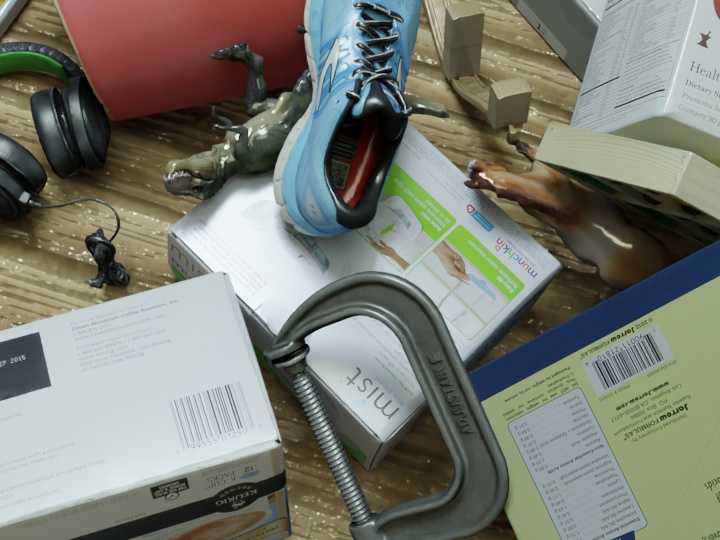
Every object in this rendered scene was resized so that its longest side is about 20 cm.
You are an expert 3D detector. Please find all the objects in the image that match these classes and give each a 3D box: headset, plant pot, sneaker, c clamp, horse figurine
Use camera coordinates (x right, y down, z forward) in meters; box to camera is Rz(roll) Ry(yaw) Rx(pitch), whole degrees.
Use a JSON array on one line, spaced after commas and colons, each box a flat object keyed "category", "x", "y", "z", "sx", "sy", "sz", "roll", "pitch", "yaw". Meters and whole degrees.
[{"category": "headset", "x": -0.226, "y": -0.074, "z": 0.913, "sx": 0.123, "sy": 0.094, "sz": 0.200, "roll": -35, "pitch": 61, "yaw": -12}, {"category": "plant pot", "x": -0.120, "y": -0.203, "z": 0.906, "sx": 0.177, "sy": 0.200, "sz": 0.201, "roll": -23, "pitch": 73, "yaw": -3}, {"category": "sneaker", "x": 0.009, "y": -0.114, "z": 0.791, "sx": 0.078, "sy": 0.090, "sz": 0.201, "roll": 8, "pitch": 96, "yaw": -26}, {"category": "c clamp", "x": 0.001, "y": 0.103, "z": 0.786, "sx": 0.170, "sy": 0.027, "sz": 0.201, "roll": -13, "pitch": 101, "yaw": 29}, {"category": "horse figurine", "x": 0.156, "y": -0.029, "z": 0.887, "sx": 0.200, "sy": 0.133, "sz": 0.050, "roll": 39, "pitch": 102, "yaw": -7}]

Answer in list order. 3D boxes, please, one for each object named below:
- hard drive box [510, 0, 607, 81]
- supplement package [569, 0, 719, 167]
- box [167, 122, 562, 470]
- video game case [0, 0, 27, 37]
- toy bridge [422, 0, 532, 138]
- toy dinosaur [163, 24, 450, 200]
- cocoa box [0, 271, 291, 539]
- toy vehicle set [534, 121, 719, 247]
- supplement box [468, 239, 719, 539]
[{"category": "hard drive box", "x": 0.237, "y": -0.231, "z": 0.999, "sx": 0.200, "sy": 0.077, "sz": 0.156, "roll": -34, "pitch": 77, "yaw": -16}, {"category": "supplement package", "x": 0.272, "y": -0.149, "z": 0.865, "sx": 0.191, "sy": 0.147, "sz": 0.201, "roll": 20, "pitch": 81, "yaw": -14}, {"category": "box", "x": 0.000, "y": 0.000, "z": 0.881, "sx": 0.200, "sy": 0.097, "sz": 0.176, "roll": 43, "pitch": 72, "yaw": 10}, {"category": "video game case", "x": -0.307, "y": -0.289, "z": 0.998, "sx": 0.182, "sy": 0.023, "sz": 0.200, "roll": 28, "pitch": 69, "yaw": 5}, {"category": "toy bridge", "x": 0.077, "y": -0.168, "z": 0.960, "sx": 0.027, "sy": 0.067, "sz": 0.200, "roll": -13, "pitch": 53, "yaw": -11}, {"category": "toy dinosaur", "x": -0.045, "y": -0.111, "z": 0.841, "sx": 0.199, "sy": 0.047, "sz": 0.088, "roll": -21, "pitch": 102, "yaw": -16}, {"category": "cocoa box", "x": -0.155, "y": 0.110, "z": 0.793, "sx": 0.199, "sy": 0.131, "sz": 0.134, "roll": -15, "pitch": 55, "yaw": -11}, {"category": "toy vehicle set", "x": 0.221, "y": -0.038, "z": 0.823, "sx": 0.200, "sy": 0.124, "sz": 0.027, "roll": 22, "pitch": 91, "yaw": -34}, {"category": "supplement box", "x": 0.196, "y": 0.118, "z": 0.795, "sx": 0.200, "sy": 0.134, "sz": 0.200, "roll": -30, "pitch": 73, "yaw": 17}]
